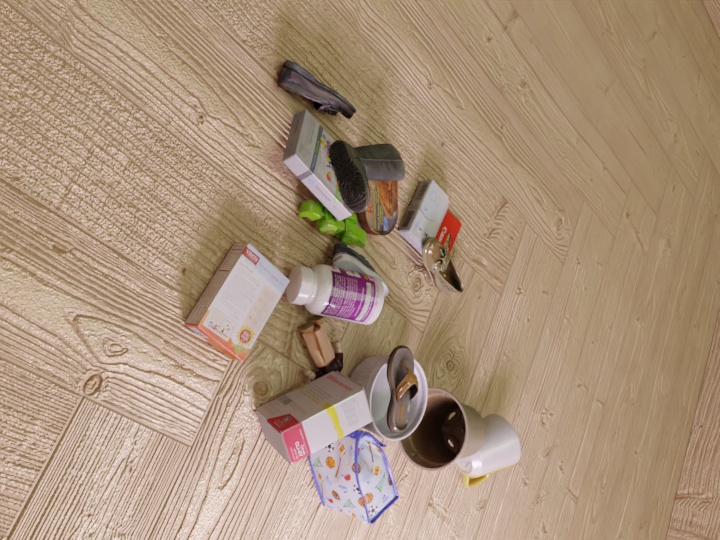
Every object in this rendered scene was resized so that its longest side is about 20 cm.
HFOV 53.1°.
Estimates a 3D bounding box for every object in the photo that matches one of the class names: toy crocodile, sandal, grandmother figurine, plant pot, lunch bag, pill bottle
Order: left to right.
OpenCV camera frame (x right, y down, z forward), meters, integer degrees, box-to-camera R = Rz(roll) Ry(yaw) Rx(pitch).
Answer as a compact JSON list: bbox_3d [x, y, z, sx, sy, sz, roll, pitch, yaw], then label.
[{"bbox_3d":[-0.077,0.206,1.617,0.121,0.060,0.201,-33,111,-28],"label":"grandmother figurine"},{"bbox_3d":[-0.057,0.049,1.581,0.199,0.112,0.113,13,82,-28],"label":"pill bottle"},{"bbox_3d":[-0.057,-0.102,1.628,0.199,0.062,0.068,26,48,-46],"label":"toy crocodile"},{"bbox_3d":[-0.023,0.429,1.595,0.124,0.169,0.201,-33,112,-41],"label":"lunch bag"},{"bbox_3d":[0.100,0.273,1.643,0.081,0.054,0.202,9,85,-43],"label":"sandal"},{"bbox_3d":[0.223,0.406,1.831,0.183,0.199,0.202,21,76,-53],"label":"plant pot"}]

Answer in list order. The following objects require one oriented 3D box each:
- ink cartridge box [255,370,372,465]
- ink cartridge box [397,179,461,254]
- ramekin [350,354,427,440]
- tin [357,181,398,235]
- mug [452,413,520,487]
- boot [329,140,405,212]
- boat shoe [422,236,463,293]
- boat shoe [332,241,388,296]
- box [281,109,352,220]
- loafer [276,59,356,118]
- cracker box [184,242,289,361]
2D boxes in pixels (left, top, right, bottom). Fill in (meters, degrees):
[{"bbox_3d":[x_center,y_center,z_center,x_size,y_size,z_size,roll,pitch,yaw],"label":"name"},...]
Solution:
[{"bbox_3d":[-0.096,0.302,1.508,0.199,0.145,0.084,-24,109,-24],"label":"ink cartridge box"},{"bbox_3d":[0.198,-0.113,1.874,0.200,0.047,0.161,40,65,-35],"label":"ink cartridge box"},{"bbox_3d":[0.058,0.294,1.713,0.199,0.105,0.202,-2,93,-43],"label":"ramekin"},{"bbox_3d":[0.040,-0.184,1.731,0.112,0.042,0.202,-2,92,-47],"label":"tin"},{"bbox_3d":[0.334,0.505,1.959,0.152,0.149,0.188,-16,95,-34],"label":"mug"},{"bbox_3d":[0.030,-0.212,1.620,0.199,0.072,0.183,2,70,-55],"label":"boot"},{"bbox_3d":[0.216,-0.012,1.853,0.073,0.062,0.200,-55,140,-17],"label":"boat shoe"},{"bbox_3d":[0.000,0.000,1.681,0.200,0.071,0.068,38,37,-43],"label":"boat shoe"},{"bbox_3d":[-0.082,-0.229,1.572,0.200,0.041,0.157,47,36,-35],"label":"box"},{"bbox_3d":[-0.099,-0.383,1.585,0.199,0.072,0.063,30,91,-33],"label":"loafer"},{"bbox_3d":[-0.245,0.062,1.454,0.134,0.057,0.201,46,62,-35],"label":"cracker box"}]
